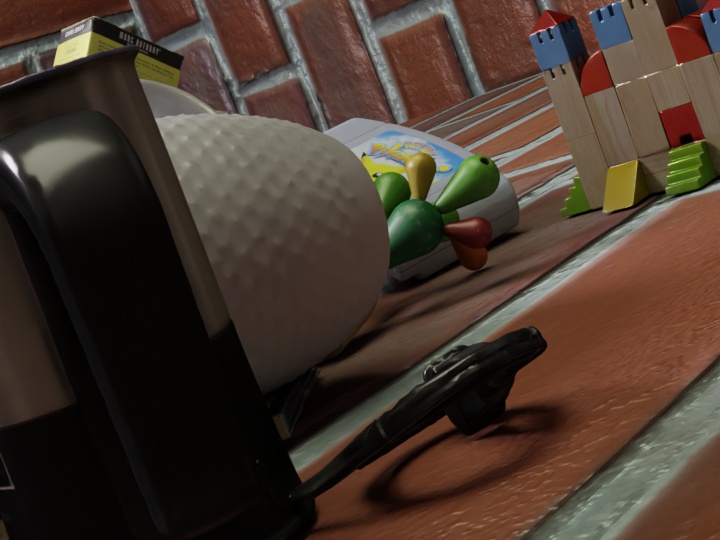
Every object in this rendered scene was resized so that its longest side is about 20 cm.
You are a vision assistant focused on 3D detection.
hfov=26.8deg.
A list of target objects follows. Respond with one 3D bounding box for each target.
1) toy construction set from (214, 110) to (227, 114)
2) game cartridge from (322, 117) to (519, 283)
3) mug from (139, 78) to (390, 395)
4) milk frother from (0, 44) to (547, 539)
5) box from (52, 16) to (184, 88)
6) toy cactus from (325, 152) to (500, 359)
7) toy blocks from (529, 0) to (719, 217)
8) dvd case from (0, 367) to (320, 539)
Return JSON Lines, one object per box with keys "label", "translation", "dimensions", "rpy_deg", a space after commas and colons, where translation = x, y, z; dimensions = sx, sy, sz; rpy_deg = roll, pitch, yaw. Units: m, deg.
{"label": "toy construction set", "translation": [-0.118, -0.014, 1.027], "dimensions": [0.092, 0.202, 0.131], "rpy_deg": [21, 2, -37]}
{"label": "game cartridge", "translation": [0.015, -0.058, 1.110], "dimensions": [0.133, 0.041, 0.199], "rpy_deg": [-25, 34, -31]}
{"label": "mug", "translation": [-0.093, -0.023, 0.755], "dimensions": [0.174, 0.201, 0.148], "rpy_deg": [-16, -34, -31]}
{"label": "milk frother", "translation": [-0.055, 0.006, 0.568], "dimensions": [0.199, 0.190, 0.180], "rpy_deg": [-27, 10, -37]}
{"label": "box", "translation": [-0.174, -0.056, 0.981], "dimensions": [0.075, 0.202, 0.050], "rpy_deg": [19, -17, -37]}
{"label": "toy cactus", "translation": [0.000, 0.000, 0.936], "dimensions": [0.198, 0.103, 0.166], "rpy_deg": [-15, 28, 29]}
{"label": "toy blocks", "translation": [0.200, -0.127, 0.991], "dimensions": [0.199, 0.138, 0.100], "rpy_deg": [-14, 10, 43]}
{"label": "dvd case", "translation": [-0.120, 0.097, 0.778], "dimensions": [0.198, 0.016, 0.149], "rpy_deg": [-22, 6, 6]}
